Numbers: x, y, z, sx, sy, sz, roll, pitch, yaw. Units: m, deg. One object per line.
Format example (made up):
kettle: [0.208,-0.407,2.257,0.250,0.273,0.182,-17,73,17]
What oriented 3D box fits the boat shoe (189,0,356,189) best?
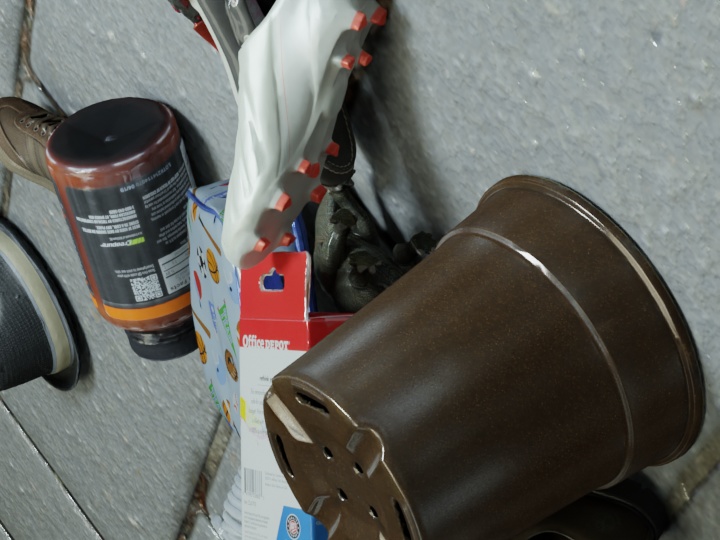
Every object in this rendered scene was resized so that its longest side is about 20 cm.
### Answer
boat shoe: [-0.054,-0.145,1.408,0.057,0.067,0.201,-22,102,44]

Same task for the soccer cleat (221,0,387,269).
soccer cleat: [-0.050,-0.099,1.367,0.077,0.069,0.201,28,107,20]

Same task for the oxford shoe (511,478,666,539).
oxford shoe: [0.085,0.163,1.387,0.199,0.085,0.073,4,129,28]

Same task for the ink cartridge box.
ink cartridge box: [-0.028,0.088,1.416,0.116,0.067,0.201,0,91,64]

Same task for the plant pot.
plant pot: [0.063,0.077,1.291,0.200,0.198,0.201,42,150,31]

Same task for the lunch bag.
lunch bag: [-0.069,0.036,1.563,0.160,0.075,0.201,-147,46,-69]

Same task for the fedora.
fedora: [-0.358,0.046,2.150,0.200,0.091,0.201,42,150,30]

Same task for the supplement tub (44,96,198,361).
supplement tub: [-0.172,-0.027,1.710,0.107,0.107,0.201,31,144,45]

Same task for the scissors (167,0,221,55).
scissors: [-0.107,-0.164,1.418,0.073,0.014,0.200,61,-166,19]

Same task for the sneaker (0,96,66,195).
sneaker: [-0.237,-0.100,1.820,0.200,0.070,0.076,41,132,26]

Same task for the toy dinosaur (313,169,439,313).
toy dinosaur: [0.000,0.000,1.464,0.200,0.077,0.103,41,143,27]

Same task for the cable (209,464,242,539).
cable: [-0.001,0.191,1.578,0.199,0.070,0.200,17,178,-11]
